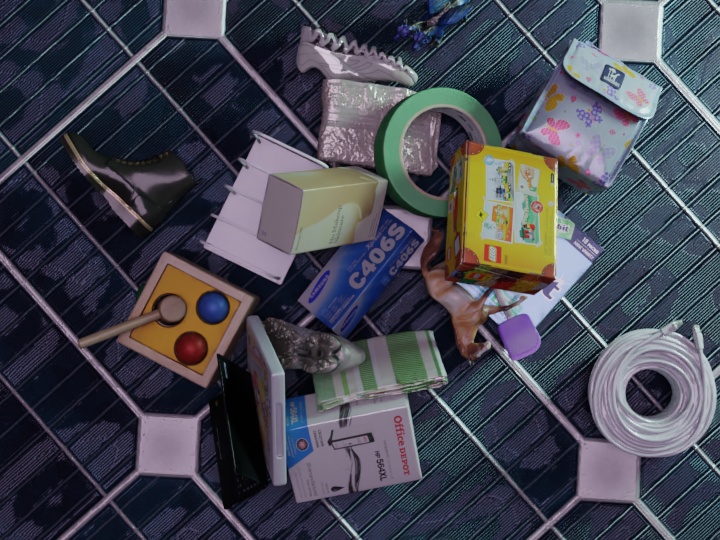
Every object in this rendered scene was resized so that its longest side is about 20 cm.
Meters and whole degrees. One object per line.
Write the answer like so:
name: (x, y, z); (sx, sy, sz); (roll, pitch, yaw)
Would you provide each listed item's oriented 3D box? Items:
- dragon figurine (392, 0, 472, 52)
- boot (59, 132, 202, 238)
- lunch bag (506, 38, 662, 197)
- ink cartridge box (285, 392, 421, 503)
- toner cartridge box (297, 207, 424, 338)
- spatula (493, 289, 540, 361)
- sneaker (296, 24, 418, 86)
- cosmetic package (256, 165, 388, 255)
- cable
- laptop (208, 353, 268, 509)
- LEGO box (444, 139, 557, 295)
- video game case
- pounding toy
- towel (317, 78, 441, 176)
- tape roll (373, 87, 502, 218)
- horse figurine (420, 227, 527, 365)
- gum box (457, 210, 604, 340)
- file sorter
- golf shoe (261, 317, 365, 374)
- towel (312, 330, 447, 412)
dragon figurine: (0.136, -0.409, 1.603); (0.200, 0.099, 0.059); (-42, 89, -1)
boot: (-0.363, -0.169, 1.620); (0.138, 0.077, 0.200); (-42, 102, -5)
lunch bag: (0.352, -0.244, 1.587); (0.170, 0.127, 0.200); (33, 82, -1)
ink cartridge box: (-0.016, 0.260, 1.568); (0.200, 0.084, 0.146); (-11, 117, 1)
toner cartridge box: (0.000, 0.000, 1.598); (0.200, 0.043, 0.095); (-52, 50, -1)
spatula: (0.218, 0.040, 1.585); (0.056, 0.021, 0.200); (-25, 88, 6)
sneaker: (-0.007, -0.324, 1.623); (0.200, 0.075, 0.081); (19, 103, 3)
cosmetic package: (-0.053, -0.091, 1.507); (0.071, 0.200, 0.105); (26, 115, 32)
cable: (0.453, 0.191, 1.601); (0.200, 0.069, 0.200); (-17, 89, 1)
laptop: (-0.203, 0.242, 1.508); (0.103, 0.200, 0.177); (7, 60, -37)
LEGO box: (0.210, -0.078, 1.521); (0.149, 0.077, 0.200); (10, 69, -12)
video game case: (-0.141, 0.188, 1.514); (0.023, 0.200, 0.182); (-5, 112, -15)
pounding toy: (-0.290, 0.077, 1.571); (0.200, 0.142, 0.184); (28, 88, 1)
towel: (0.032, -0.223, 1.606); (0.200, 0.034, 0.133); (5, 87, -17)
tape roll: (0.122, -0.182, 1.594); (0.200, 0.048, 0.201); (0, 91, -19)
horse figurine: (0.156, 0.028, 1.568); (0.133, 0.050, 0.200); (-42, 85, 16)
gum box: (0.254, -0.013, 1.619); (0.170, 0.045, 0.200); (41, 90, 2)
file sorter: (-0.147, -0.097, 1.585); (0.139, 0.125, 0.200); (26, 89, 2)
golf shoe: (-0.081, 0.123, 1.584); (0.200, 0.097, 0.078); (14, 92, 43)
towel: (0.025, 0.150, 1.574); (0.200, 0.153, 0.023); (-13, 120, 0)
